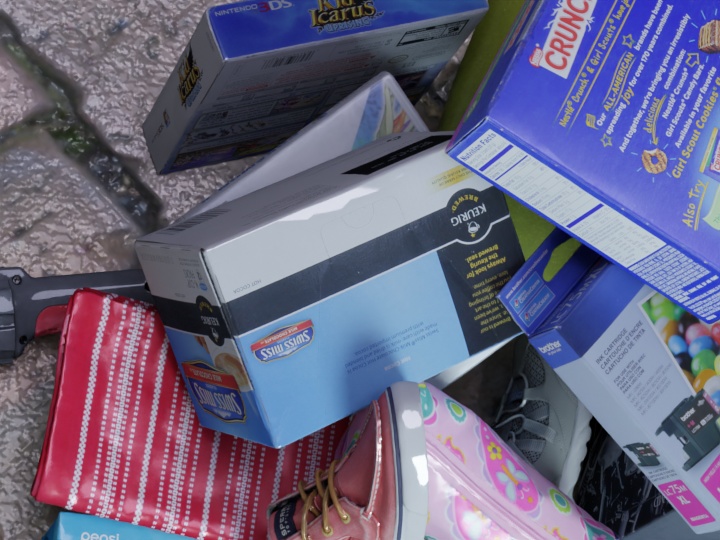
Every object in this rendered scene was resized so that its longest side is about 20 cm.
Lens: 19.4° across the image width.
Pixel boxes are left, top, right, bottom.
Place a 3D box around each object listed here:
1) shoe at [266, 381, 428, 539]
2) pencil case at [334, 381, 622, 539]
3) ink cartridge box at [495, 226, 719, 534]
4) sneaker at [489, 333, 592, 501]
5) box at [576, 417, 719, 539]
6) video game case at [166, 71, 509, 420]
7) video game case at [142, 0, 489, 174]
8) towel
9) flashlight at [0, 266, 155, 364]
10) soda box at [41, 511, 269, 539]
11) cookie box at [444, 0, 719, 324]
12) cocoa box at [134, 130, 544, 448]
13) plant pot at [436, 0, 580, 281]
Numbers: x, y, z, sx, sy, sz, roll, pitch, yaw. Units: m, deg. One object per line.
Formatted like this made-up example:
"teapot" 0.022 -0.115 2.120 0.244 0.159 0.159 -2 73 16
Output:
"shoe" -0.010 0.146 1.276 0.091 0.200 0.072 -1 44 -5
"pencil case" 0.078 0.150 1.365 0.200 0.087 0.087 40 61 -15
"ink cartridge box" 0.186 0.050 1.302 0.200 0.042 0.119 48 61 -6
"sneaker" 0.109 0.128 1.465 0.082 0.075 0.200 13 66 -16
"box" 0.240 0.112 1.449 0.104 0.200 0.182 18 63 -14
"video game case" 0.000 0.000 1.409 0.182 0.022 0.200 -36 103 -5
"video game case" -0.035 -0.140 1.463 0.200 0.181 0.046 -14 73 -24
"towel" -0.103 0.099 1.353 0.200 0.022 0.145 14 72 -13
"flashlight" -0.173 0.032 1.414 0.200 0.068 0.068 -6 46 -18
"soda box" -0.105 0.207 1.364 0.200 0.064 0.068 9 66 -16
"cookie box" 0.178 -0.093 1.276 0.200 0.075 0.171 33 65 -8
"cocoa box" -0.013 0.008 1.309 0.200 0.133 0.131 -24 102 -22
"plant pot" 0.124 -0.069 1.507 0.187 0.187 0.200 32 77 -5
